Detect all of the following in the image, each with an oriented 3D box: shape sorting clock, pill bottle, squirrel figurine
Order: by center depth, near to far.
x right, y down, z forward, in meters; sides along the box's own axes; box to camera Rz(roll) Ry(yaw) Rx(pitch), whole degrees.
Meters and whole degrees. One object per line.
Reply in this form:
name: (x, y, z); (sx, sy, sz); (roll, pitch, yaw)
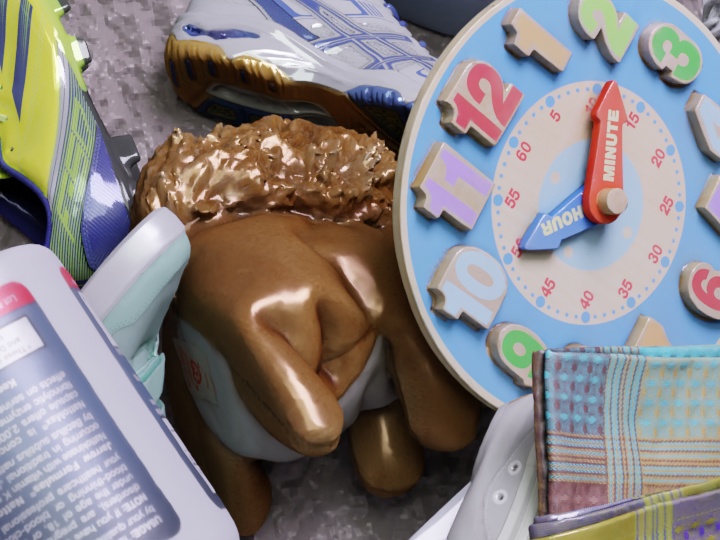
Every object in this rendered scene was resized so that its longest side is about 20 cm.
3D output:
pill bottle: (-0.118, 0.102, 0.951); (0.120, 0.120, 0.200); (-32, 83, -21)
shape sorting clock: (0.101, -0.029, 1.064); (0.200, 0.039, 0.200); (-1, 92, -29)
squirrel figurine: (0.000, 0.000, 1.114); (0.187, 0.142, 0.200); (-21, 69, -24)

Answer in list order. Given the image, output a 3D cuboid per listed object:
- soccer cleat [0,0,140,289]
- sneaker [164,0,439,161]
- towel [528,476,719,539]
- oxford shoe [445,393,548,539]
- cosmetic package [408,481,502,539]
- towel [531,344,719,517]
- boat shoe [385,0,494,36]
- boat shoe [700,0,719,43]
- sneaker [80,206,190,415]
soccer cleat: (-0.165, -0.078, 1.175); (0.084, 0.065, 0.200); (-23, 66, -10)
sneaker: (0.008, -0.103, 1.202); (0.200, 0.075, 0.088); (21, 61, 4)
towel: (0.141, 0.179, 0.972); (0.144, 0.023, 0.200); (-8, 87, -29)
oxford shoe: (0.053, 0.135, 1.002); (0.058, 0.075, 0.200); (1, 57, 46)
cosmetic package: (0.090, 0.193, 1.048); (0.200, 0.081, 0.113); (41, 63, 16)
towel: (0.157, 0.103, 1.023); (0.200, 0.022, 0.147); (2, 81, -34)
boat shoe: (0.005, -0.208, 1.245); (0.200, 0.071, 0.091); (36, 58, -6)
boat shoe: (0.199, -0.116, 1.229); (0.086, 0.075, 0.202); (39, 56, 24)
sneaker: (-0.086, 0.077, 1.050); (0.118, 0.200, 0.074); (27, 21, 5)
